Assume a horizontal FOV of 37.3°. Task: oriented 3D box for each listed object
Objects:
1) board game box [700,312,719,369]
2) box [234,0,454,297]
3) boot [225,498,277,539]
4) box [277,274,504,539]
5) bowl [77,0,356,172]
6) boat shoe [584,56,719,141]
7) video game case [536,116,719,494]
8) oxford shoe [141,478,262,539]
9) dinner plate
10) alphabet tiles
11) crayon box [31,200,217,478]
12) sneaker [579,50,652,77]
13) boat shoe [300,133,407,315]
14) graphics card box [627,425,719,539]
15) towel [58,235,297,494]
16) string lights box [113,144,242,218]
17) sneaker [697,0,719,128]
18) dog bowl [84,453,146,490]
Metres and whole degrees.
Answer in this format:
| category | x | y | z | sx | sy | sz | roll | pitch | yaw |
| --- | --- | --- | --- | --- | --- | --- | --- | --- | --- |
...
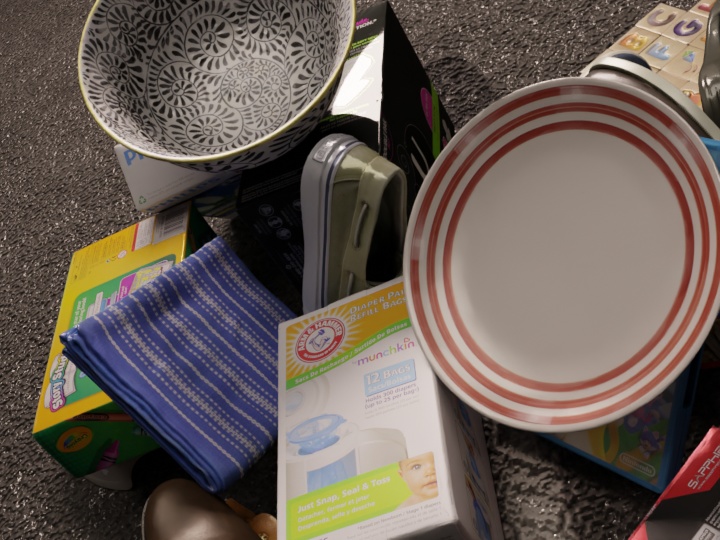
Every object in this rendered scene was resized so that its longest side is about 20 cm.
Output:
| category | x | y | z | sx | sy | sz | roll | pitch | yaw |
| --- | --- | --- | --- | --- | --- | --- | --- | --- | --- |
| board game box | 0.280 | -0.021 | 0.671 | 0.198 | 0.046 | 0.153 | -12 | 43 | 26 |
| box | -0.003 | -0.086 | 0.859 | 0.123 | 0.149 | 0.202 | -17 | 42 | 21 |
| boot | -0.077 | 0.228 | 0.647 | 0.144 | 0.071 | 0.201 | -40 | 40 | -14 |
| box | 0.017 | 0.115 | 0.671 | 0.111 | 0.102 | 0.201 | -21 | 40 | 14 |
| bowl | -0.091 | -0.142 | 0.764 | 0.198 | 0.094 | 0.203 | -5 | 64 | 10 |
| boat shoe | 0.192 | -0.051 | 0.633 | 0.060 | 0.072 | 0.201 | -40 | 61 | -5 |
| video game case | 0.143 | 0.013 | 0.641 | 0.018 | 0.203 | 0.142 | -7 | 20 | -40 |
| oxford shoe | -0.072 | 0.180 | 0.602 | 0.072 | 0.085 | 0.200 | -26 | 45 | -21 |
| dinner plate | 0.113 | -0.010 | 0.608 | 0.198 | 0.024 | 0.203 | -7 | 78 | 34 |
| alphabet tiles | 0.275 | -0.161 | 0.855 | 0.166 | 0.006 | 0.200 | -40 | 39 | -7 |
| crayon box | -0.172 | 0.047 | 0.818 | 0.117 | 0.058 | 0.201 | -22 | 40 | 15 |
| sneaker | 0.164 | -0.049 | 0.708 | 0.084 | 0.074 | 0.203 | -165 | 92 | -73 |
| boat shoe | 0.000 | 0.000 | 0.737 | 0.062 | 0.202 | 0.072 | 28 | 55 | 30 |
| graphics card box | 0.222 | 0.171 | 0.508 | 0.126 | 0.051 | 0.199 | -46 | 39 | -16 |
| towel | -0.099 | 0.056 | 0.737 | 0.024 | 0.145 | 0.200 | -49 | -4 | 30 |
| string lights box | -0.117 | -0.093 | 0.923 | 0.102 | 0.060 | 0.200 | -23 | -4 | 14 |
| sneaker | 0.298 | -0.147 | 0.743 | 0.113 | 0.077 | 0.200 | -7 | 25 | 22 |
| dog bowl | -0.173 | 0.079 | 0.880 | 0.198 | 0.059 | 0.202 | -20 | 39 | 17 |
